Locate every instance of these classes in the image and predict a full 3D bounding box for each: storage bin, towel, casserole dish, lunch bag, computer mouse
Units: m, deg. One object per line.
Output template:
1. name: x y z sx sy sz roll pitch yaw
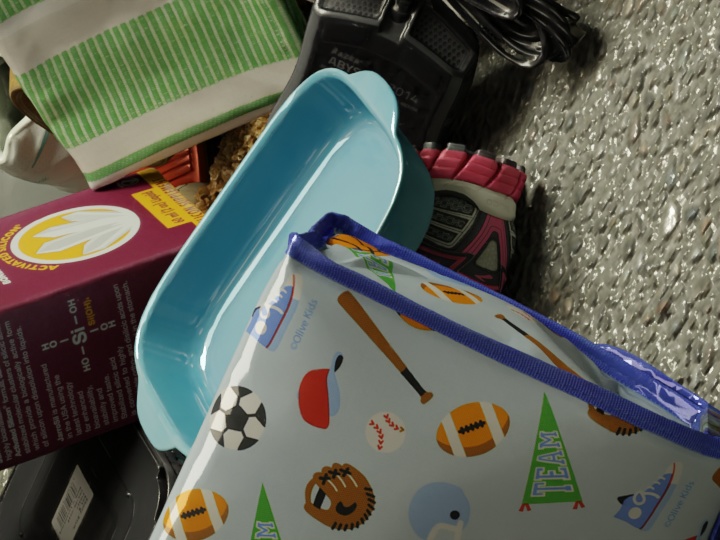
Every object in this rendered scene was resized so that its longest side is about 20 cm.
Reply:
1. storage bin: -0.111 0.138 1.375 0.136 0.093 0.200 -65 28 13
2. towel: -0.120 -0.144 1.306 0.152 0.200 0.023 -23 32 13
3. casserole dish: -0.032 0.002 1.203 0.200 0.039 0.121 -54 37 15
4. lunch bag: 0.035 0.095 1.037 0.124 0.199 0.171 -43 -22 -77
5. computer mouse: 0.018 -0.096 1.282 0.200 0.138 0.053 -61 2 46

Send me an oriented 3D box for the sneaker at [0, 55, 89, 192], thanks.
1. sneaker: -0.178 -0.147 1.511 0.070 0.080 0.201 -1 87 35

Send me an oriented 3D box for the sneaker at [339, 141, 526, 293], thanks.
1. sneaker: 0.000 0.000 1.269 0.200 0.080 0.075 -25 53 54

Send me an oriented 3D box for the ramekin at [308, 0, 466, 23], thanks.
1. ramekin: 0.024 -0.216 1.241 0.200 0.200 0.098 -37 36 48

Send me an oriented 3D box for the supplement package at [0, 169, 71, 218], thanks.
1. supplement package: -0.216 -0.111 1.671 0.200 0.147 0.192 20 91 63

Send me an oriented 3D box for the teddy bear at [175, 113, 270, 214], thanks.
1. teddy bear: -0.049 -0.067 1.419 0.200 0.067 0.145 -45 34 41

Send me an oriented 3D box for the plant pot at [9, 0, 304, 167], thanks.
1. plant pot: -0.107 -0.165 1.428 0.186 0.186 0.201 -7 59 61

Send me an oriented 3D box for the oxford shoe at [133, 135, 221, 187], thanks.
1. oxford shoe: -0.097 -0.091 1.538 0.071 0.072 0.201 -16 76 42

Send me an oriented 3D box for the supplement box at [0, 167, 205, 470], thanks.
1. supplement box: -0.167 0.031 1.328 0.110 0.199 0.086 38 143 57
